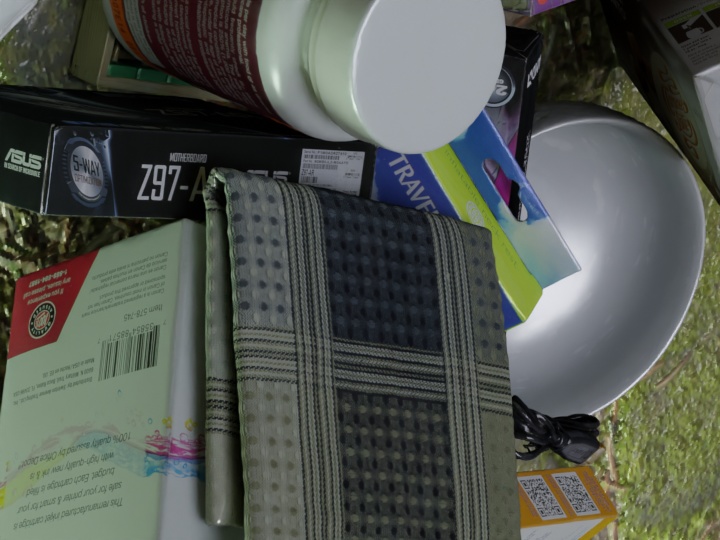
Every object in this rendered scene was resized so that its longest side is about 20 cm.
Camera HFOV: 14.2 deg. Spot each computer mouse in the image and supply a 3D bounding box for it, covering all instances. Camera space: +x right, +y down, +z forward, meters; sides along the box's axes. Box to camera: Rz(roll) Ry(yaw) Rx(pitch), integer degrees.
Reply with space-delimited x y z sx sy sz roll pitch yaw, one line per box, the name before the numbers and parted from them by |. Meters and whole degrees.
computer mouse | 0.034 0.092 1.611 0.110 0.200 0.044 7 78 -58

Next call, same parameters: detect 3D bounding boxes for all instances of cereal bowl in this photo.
cereal bowl | 0.098 -0.010 1.674 0.200 0.083 0.201 -13 117 -26

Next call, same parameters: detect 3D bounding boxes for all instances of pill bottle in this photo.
pill bottle | -0.029 -0.129 1.406 0.114 0.200 0.114 -16 117 -35

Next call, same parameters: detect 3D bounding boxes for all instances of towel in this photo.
towel | 0.001 0.061 1.377 0.192 0.034 0.200 11 69 -45

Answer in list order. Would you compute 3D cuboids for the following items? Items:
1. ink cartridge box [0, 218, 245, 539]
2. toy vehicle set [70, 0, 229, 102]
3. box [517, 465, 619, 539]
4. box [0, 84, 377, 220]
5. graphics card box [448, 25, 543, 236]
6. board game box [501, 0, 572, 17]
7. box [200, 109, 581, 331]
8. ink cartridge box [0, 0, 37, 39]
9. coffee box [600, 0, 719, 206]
ink cartridge box | -0.083 0.101 1.403 0.144 0.145 0.200 21 65 -38
toy vehicle set | -0.054 -0.151 1.532 0.200 0.026 0.125 4 105 -42
box | 0.046 0.158 1.587 0.119 0.042 0.200 -41 157 26
box | -0.117 -0.058 1.423 0.200 0.160 0.044 1 100 -40
graphics card box | 0.024 -0.040 1.546 0.051 0.125 0.200 -54 153 -64
board game box | 0.103 -0.180 1.565 0.200 0.120 0.032 -24 126 -48
box | 0.000 0.000 1.516 0.122 0.200 0.048 58 26 -12
ink cartridge box | -0.259 -0.161 1.312 0.146 0.083 0.200 -46 131 -17
coffee box | 0.202 -0.127 1.637 0.080 0.200 0.115 -22 126 -3
